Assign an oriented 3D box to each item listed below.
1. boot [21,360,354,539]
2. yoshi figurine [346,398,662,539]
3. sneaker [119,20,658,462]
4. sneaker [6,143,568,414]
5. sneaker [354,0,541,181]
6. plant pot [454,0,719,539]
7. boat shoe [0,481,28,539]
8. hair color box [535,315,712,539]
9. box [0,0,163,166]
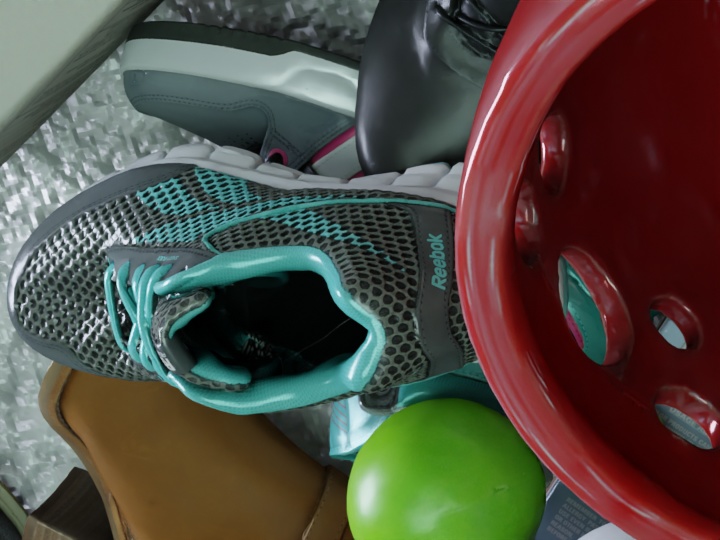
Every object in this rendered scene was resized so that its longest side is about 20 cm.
[{"bbox_3d":[-0.032,0.072,0.963,0.155,0.074,0.200,22,131,10],"label":"boot"},{"bbox_3d":[0.059,0.081,0.795,0.112,0.112,0.200,26,160,-34],"label":"yoshi figurine"},{"bbox_3d":[0.000,0.000,0.901,0.200,0.084,0.121,19,85,10],"label":"sneaker"},{"bbox_3d":[-0.042,0.006,0.822,0.200,0.091,0.078,-5,103,38],"label":"sneaker"},{"bbox_3d":[0.054,-0.107,0.821,0.076,0.091,0.200,28,97,7],"label":"sneaker"},{"bbox_3d":[0.137,-0.042,0.701,0.200,0.183,0.200,7,123,11],"label":"plant pot"},{"bbox_3d":[-0.182,0.085,1.025,0.073,0.065,0.200,-32,99,26],"label":"boat shoe"},{"bbox_3d":[0.092,0.078,0.906,0.061,0.099,0.200,34,118,5],"label":"hair color box"},{"bbox_3d":[-0.112,-0.101,0.909,0.078,0.095,0.200,47,117,-2],"label":"box"}]
